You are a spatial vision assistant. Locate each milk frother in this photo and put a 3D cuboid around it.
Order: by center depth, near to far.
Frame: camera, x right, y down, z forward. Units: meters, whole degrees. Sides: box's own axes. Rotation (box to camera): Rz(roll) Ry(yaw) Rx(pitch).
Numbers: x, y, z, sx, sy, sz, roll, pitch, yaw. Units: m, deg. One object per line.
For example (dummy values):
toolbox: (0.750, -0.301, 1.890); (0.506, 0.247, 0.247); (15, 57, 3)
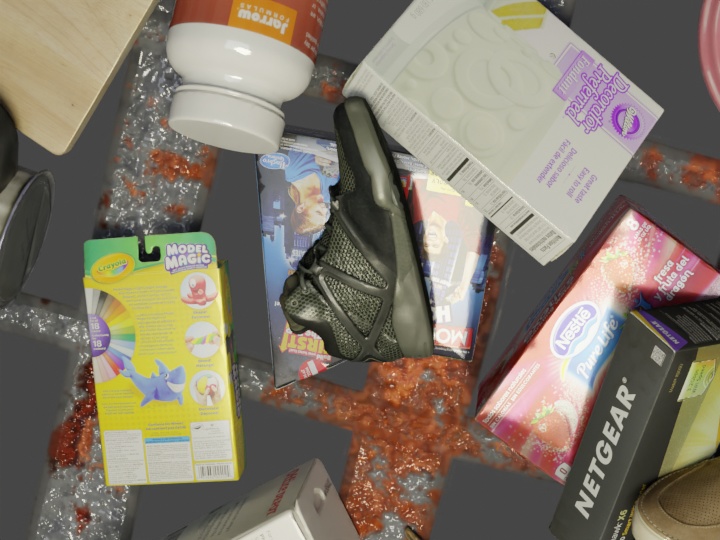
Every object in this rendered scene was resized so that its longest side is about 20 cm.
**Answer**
milk frother: (-0.356, -0.037, 1.047); (0.186, 0.181, 0.202); (19, 58, 3)

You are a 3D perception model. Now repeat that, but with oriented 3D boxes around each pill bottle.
pill bottle: (-0.080, -0.195, 1.024); (0.110, 0.112, 0.203); (11, 83, 4)

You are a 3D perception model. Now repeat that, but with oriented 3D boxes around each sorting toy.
sorting toy: (-0.256, -0.229, 1.082); (0.199, 0.070, 0.200); (34, 101, -1)

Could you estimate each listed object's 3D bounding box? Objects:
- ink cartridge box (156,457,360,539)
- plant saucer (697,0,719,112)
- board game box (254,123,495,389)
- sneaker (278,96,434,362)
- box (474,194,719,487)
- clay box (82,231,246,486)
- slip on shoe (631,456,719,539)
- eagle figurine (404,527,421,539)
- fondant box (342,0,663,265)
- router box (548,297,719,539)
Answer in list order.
ink cartridge box: (-0.108, 0.244, 1.105); (0.198, 0.146, 0.085); (-28, 95, 10)
plant saucer: (0.354, -0.178, 1.041); (0.197, 0.051, 0.204); (1, 99, 6)
board game box: (0.000, 0.000, 1.099); (0.197, 0.062, 0.203); (11, 101, 4)
sneaker: (-0.015, -0.022, 1.018); (0.112, 0.076, 0.202); (-10, 112, 4)
box: (0.180, 0.052, 1.069); (0.095, 0.100, 0.201); (35, 101, 0)
clay box: (-0.158, 0.070, 1.132); (0.113, 0.048, 0.203); (-3, 98, 6)
slip on shoe: (0.276, 0.149, 0.979); (0.197, 0.076, 0.061); (-9, 127, -24)
eagle figurine: (0.029, 0.337, 1.110); (0.200, 0.151, 0.152); (-43, 125, -11)
fondant box: (0.107, -0.125, 1.033); (0.199, 0.058, 0.145); (40, 64, -3)
router box: (0.238, 0.117, 1.026); (0.155, 0.052, 0.202); (-7, 126, -32)
